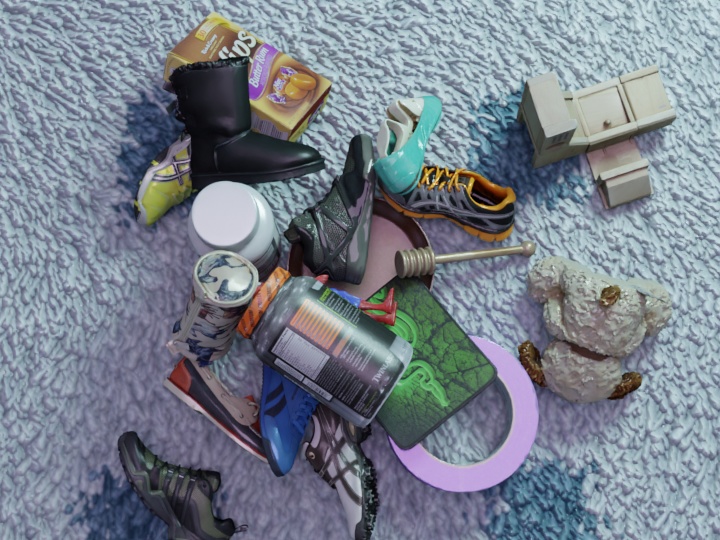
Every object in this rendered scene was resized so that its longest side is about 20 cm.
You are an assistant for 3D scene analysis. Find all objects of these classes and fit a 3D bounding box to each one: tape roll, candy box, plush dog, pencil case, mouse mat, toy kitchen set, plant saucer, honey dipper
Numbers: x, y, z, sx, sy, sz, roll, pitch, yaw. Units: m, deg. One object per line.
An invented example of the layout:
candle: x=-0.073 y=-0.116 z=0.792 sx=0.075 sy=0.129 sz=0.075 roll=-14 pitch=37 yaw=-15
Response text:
tape roll: x=0.130 y=0.188 z=1.511 sx=0.198 sy=0.066 sz=0.202 roll=0 pitch=80 yaw=1
candy box: x=-0.153 y=-0.257 z=1.572 sx=0.199 sy=0.057 sz=0.117 roll=31 pitch=51 yaw=6
plush dog: x=0.300 y=0.091 z=1.499 sx=0.198 sy=0.161 sz=0.173 roll=15 pitch=104 yaw=3
pencil case: x=-0.184 y=0.048 z=1.435 sx=0.089 sy=0.200 sz=0.078 roll=-38 pitch=79 yaw=-30
mouse mat: x=0.059 y=0.112 z=1.490 sx=0.161 sy=0.008 sz=0.200 roll=-38 pitch=63 yaw=-5
toy kitchen set: x=0.329 y=-0.179 z=1.515 sx=0.199 sy=0.180 sz=0.164 roll=-18 pitch=81 yaw=1
plant saucer: x=0.000 y=0.000 z=1.561 sx=0.198 sy=0.034 sz=0.202 roll=0 pitch=80 yaw=0
honey dipper: x=0.143 y=-0.018 z=1.543 sx=0.198 sy=0.038 sz=0.038 roll=-6 pitch=79 yaw=-19

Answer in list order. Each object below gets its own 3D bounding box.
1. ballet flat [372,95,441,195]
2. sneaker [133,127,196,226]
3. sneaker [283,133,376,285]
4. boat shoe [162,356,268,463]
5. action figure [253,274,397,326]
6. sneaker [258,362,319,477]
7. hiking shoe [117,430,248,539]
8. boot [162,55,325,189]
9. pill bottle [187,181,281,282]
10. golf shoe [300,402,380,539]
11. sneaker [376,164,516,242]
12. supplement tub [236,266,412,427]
ballet flat: x=0.061 y=-0.186 z=1.529 sx=0.070 sy=0.067 sz=0.201 roll=46 pitch=40 yaw=-26
sneaker: x=-0.230 y=-0.137 z=1.566 sx=0.076 sy=0.075 sz=0.200 roll=37 pitch=83 yaw=8
sneaker: x=-0.038 y=-0.088 z=1.522 sx=0.113 sy=0.076 sz=0.201 roll=9 pitch=85 yaw=-4
boat shoe: x=-0.166 y=0.183 z=1.514 sx=0.200 sy=0.071 sz=0.063 roll=37 pitch=79 yaw=11
action figure: x=-0.053 y=0.035 z=1.503 sx=0.198 sy=0.066 sz=0.052 roll=4 pitch=69 yaw=10
sneaker: x=-0.084 y=0.167 z=1.477 sx=0.078 sy=0.066 sz=0.201 roll=-9 pitch=48 yaw=10
hiking shoe: x=-0.234 y=0.280 z=1.501 sx=0.100 sy=0.076 sz=0.201 roll=-36 pitch=91 yaw=-14
boot: x=-0.150 y=-0.194 z=1.490 sx=0.197 sy=0.073 sz=0.164 roll=-5 pitch=101 yaw=16
pill bottle: x=-0.162 y=-0.049 z=1.486 sx=0.110 sy=0.200 sz=0.112 roll=0 pitch=79 yaw=1
golf shoe: x=-0.028 y=0.256 z=1.501 sx=0.094 sy=0.078 sz=0.202 roll=-10 pitch=72 yaw=7
sneaker: x=0.119 y=-0.108 z=1.547 sx=0.199 sy=0.077 sz=0.079 roll=17 pitch=56 yaw=-1
supplement tub: x=-0.045 y=0.090 z=1.420 sx=0.199 sy=0.123 sz=0.123 roll=35 pitch=82 yaw=1
